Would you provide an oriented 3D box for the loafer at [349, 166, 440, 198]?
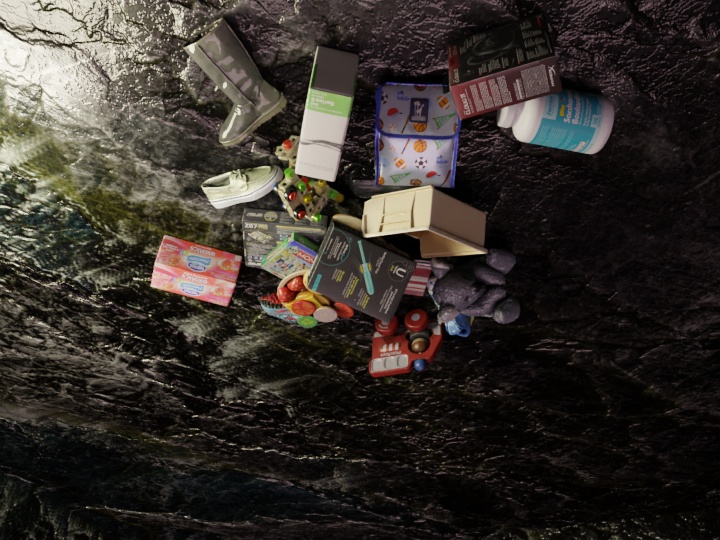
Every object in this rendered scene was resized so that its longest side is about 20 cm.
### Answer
[{"bbox_3d":[0.076,-0.185,1.439,0.199,0.068,0.071,3,146,9],"label":"loafer"}]

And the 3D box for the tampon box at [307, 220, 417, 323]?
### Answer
[{"bbox_3d":[0.000,0.000,1.475,0.199,0.126,0.150,24,98,-8],"label":"tampon box"}]

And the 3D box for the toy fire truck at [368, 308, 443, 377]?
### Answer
[{"bbox_3d":[0.124,0.205,1.786,0.199,0.168,0.112,-9,137,14],"label":"toy fire truck"}]

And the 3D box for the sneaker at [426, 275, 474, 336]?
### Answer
[{"bbox_3d":[0.236,0.099,1.706,0.076,0.105,0.200,-26,131,29],"label":"sneaker"}]

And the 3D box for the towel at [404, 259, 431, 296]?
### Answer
[{"bbox_3d":[0.096,0.011,1.636,0.143,0.023,0.200,7,157,0],"label":"towel"}]

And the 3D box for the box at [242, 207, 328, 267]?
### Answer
[{"bbox_3d":[-0.179,-0.069,1.597,0.199,0.049,0.162,5,140,0],"label":"box"}]

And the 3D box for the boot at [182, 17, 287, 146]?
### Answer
[{"bbox_3d":[-0.262,-0.353,1.273,0.182,0.073,0.200,-35,134,18],"label":"boot"}]

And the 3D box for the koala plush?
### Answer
[{"bbox_3d":[0.243,0.046,1.563,0.199,0.178,0.183,-6,178,-41],"label":"koala plush"}]

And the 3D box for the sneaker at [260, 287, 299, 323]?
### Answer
[{"bbox_3d":[-0.165,0.099,1.777,0.199,0.080,0.096,12,151,1],"label":"sneaker"}]

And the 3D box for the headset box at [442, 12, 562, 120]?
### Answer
[{"bbox_3d":[0.239,-0.356,1.171,0.199,0.149,0.077,-14,134,18],"label":"headset box"}]

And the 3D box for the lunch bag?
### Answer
[{"bbox_3d":[0.110,-0.269,1.304,0.169,0.124,0.201,3,124,1],"label":"lunch bag"}]

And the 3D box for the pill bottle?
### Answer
[{"bbox_3d":[0.364,-0.290,1.262,0.199,0.111,0.111,8,138,-6],"label":"pill bottle"}]

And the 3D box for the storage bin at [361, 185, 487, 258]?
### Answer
[{"bbox_3d":[0.136,-0.097,1.425,0.199,0.094,0.198,16,166,-43],"label":"storage bin"}]

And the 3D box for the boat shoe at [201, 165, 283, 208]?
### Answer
[{"bbox_3d":[-0.261,-0.189,1.454,0.199,0.072,0.062,-17,136,26],"label":"boat shoe"}]

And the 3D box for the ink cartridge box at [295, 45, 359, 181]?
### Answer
[{"bbox_3d":[-0.065,-0.294,1.266,0.084,0.146,0.200,10,137,-7],"label":"ink cartridge box"}]

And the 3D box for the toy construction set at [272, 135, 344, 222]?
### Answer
[{"bbox_3d":[-0.119,-0.183,1.417,0.092,0.131,0.200,26,156,44],"label":"toy construction set"}]

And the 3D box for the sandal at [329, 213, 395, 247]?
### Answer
[{"bbox_3d":[0.016,-0.054,1.582,0.211,0.070,0.078,33,130,-28],"label":"sandal"}]

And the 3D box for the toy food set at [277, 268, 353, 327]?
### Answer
[{"bbox_3d":[-0.104,0.066,1.635,0.199,0.049,0.198,-19,136,23],"label":"toy food set"}]

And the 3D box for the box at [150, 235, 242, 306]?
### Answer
[{"bbox_3d":[-0.408,0.003,1.660,0.199,0.095,0.103,16,137,-13],"label":"box"}]

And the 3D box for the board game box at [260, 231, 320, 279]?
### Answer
[{"bbox_3d":[-0.121,-0.006,1.609,0.200,0.029,0.134,29,134,-29],"label":"board game box"}]
